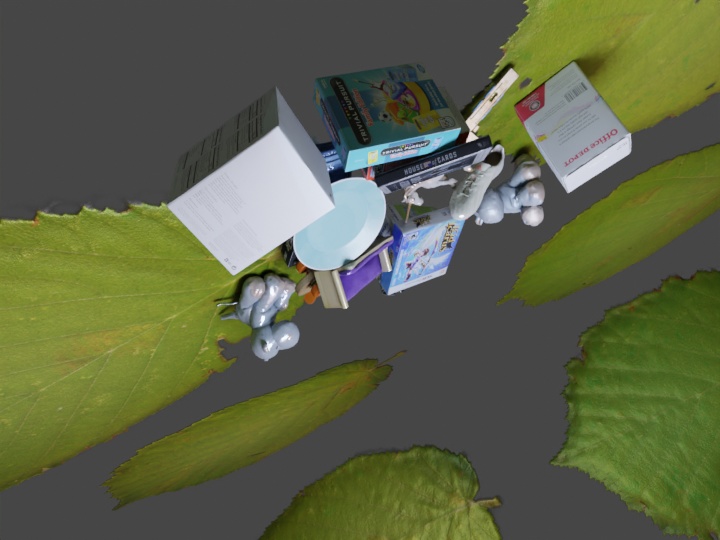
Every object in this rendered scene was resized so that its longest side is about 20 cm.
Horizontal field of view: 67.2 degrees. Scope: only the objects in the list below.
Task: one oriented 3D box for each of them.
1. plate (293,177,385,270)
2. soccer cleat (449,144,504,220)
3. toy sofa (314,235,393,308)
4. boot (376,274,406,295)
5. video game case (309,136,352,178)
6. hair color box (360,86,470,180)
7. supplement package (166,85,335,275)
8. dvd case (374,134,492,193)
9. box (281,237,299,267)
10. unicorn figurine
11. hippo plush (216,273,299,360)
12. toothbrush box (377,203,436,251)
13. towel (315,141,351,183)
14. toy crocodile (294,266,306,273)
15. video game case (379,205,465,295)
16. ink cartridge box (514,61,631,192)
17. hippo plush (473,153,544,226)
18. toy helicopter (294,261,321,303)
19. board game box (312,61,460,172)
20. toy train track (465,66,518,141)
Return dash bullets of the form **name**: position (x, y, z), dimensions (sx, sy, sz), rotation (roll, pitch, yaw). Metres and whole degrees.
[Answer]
- **plate**: position (-0.040, -0.088, 1.000), dimensions (0.195, 0.026, 0.204), rotation (-23, 139, -21)
- **soccer cleat**: position (0.258, -0.199, 1.207), dimensions (0.201, 0.068, 0.078), rotation (-51, 160, -22)
- **toy sofa**: position (0.000, 0.000, 1.151), dimensions (0.095, 0.086, 0.199), rotation (-4, -159, 36)
- **boot**: position (0.039, -0.001, 1.363), dimensions (0.195, 0.134, 0.068), rotation (-5, 150, -38)
- **video game case**: position (-0.125, -0.153, 1.043), dimensions (0.196, 0.024, 0.181), rotation (-32, 155, 12)
- **hair color box**: position (0.081, -0.244, 0.958), dimensions (0.194, 0.114, 0.065), rotation (-17, 155, -16)
- **supplement package**: position (-0.163, -0.136, 0.828), dimensions (0.196, 0.153, 0.153), rotation (-30, 127, 12)
- **dvd case**: position (0.124, -0.178, 0.935), dimensions (0.193, 0.026, 0.150), rotation (-19, -179, 9)
- **box**: position (-0.065, -0.089, 1.162), dimensions (0.195, 0.044, 0.161), rotation (-20, 160, -27)
- **unicorn figurine**: position (0.167, -0.208, 1.174), dimensions (0.134, 0.074, 0.204), rotation (-3, 131, -39)
- **hippo plush**: position (-0.227, 0.117, 1.283), dimensions (0.194, 0.165, 0.161), rotation (-18, 155, -15)
- **toothbrush box**: position (0.102, -0.075, 1.313), dimensions (0.195, 0.087, 0.147), rotation (-4, 139, -41)
- **towel**: position (-0.065, -0.135, 0.992), dimensions (0.109, 0.049, 0.204), rotation (-21, 139, -23)
- **toy crocodile**: position (-0.107, -0.006, 1.298), dimensions (0.066, 0.063, 0.200), rotation (-30, 154, 11)
- **video game case**: position (0.144, -0.048, 1.264), dimensions (0.176, 0.046, 0.204), rotation (-20, 144, -25)
- **ink cartridge box**: position (0.425, -0.287, 1.093), dimensions (0.145, 0.205, 0.085), rotation (-32, 154, 19)
- **hippo plush**: position (0.347, -0.193, 1.325), dimensions (0.154, 0.165, 0.201), rotation (-7, -162, 3)
- **toy helicopter**: position (-0.067, 0.003, 1.227), dimensions (0.197, 0.080, 0.133), rotation (-31, 167, -32)
- **board game box**: position (0.040, -0.249, 0.860), dimensions (0.194, 0.154, 0.047), rotation (-16, 154, -20)
- **toy train track**: position (0.227, -0.309, 1.059), dimensions (0.113, 0.033, 0.201), rotation (31, 119, -23)
